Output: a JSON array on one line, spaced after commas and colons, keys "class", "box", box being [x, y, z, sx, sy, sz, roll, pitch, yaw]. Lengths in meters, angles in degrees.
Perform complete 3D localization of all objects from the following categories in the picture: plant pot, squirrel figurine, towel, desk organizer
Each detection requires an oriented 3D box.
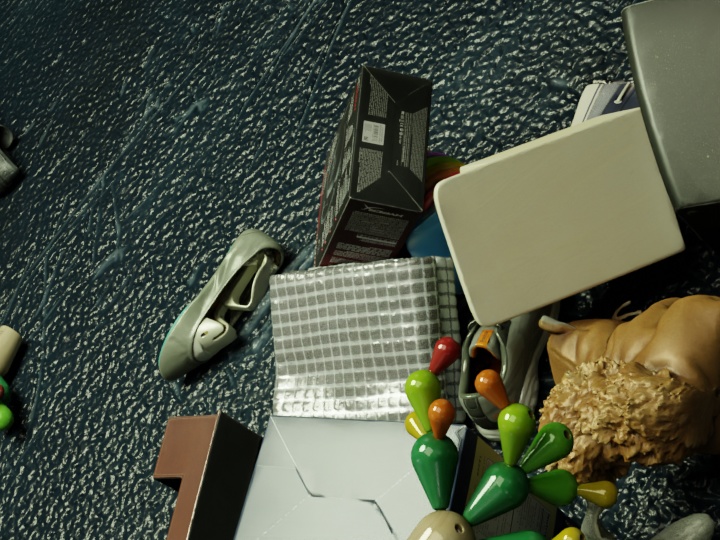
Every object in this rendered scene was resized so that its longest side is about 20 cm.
[{"class": "plant pot", "box": [0.349, -0.121, 1.010, 0.198, 0.199, 0.180, -9, 69, 31]}, {"class": "squirrel figurine", "box": [0.215, 0.088, 0.970, 0.185, 0.143, 0.199, 7, 31, 46]}, {"class": "towel", "box": [-0.002, 0.075, 1.152, 0.198, 0.085, 0.168, -8, 88, 32]}, {"class": "desk organizer", "box": [-0.173, 0.252, 1.221, 0.076, 0.072, 0.202, -8, 57, 35]}]

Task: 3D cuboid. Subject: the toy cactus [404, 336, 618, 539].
[{"class": "toy cactus", "box": [0.082, 0.163, 0.842, 0.165, 0.102, 0.200, -42, 90, -8]}]

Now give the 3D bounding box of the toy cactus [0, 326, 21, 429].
[{"class": "toy cactus", "box": [-0.496, 0.141, 1.515, 0.199, 0.102, 0.166, 0, 52, 46]}]

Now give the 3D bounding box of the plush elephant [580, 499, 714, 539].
[{"class": "plush elephant", "box": [0.215, 0.246, 0.880, 0.198, 0.155, 0.166, -11, 56, 30]}]

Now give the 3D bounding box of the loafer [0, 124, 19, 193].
[{"class": "loafer", "box": [-0.555, -0.195, 1.796, 0.070, 0.068, 0.201, -32, 52, 4]}]

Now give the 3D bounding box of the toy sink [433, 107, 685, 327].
[{"class": "toy sink", "box": [0.160, -0.047, 1.053, 0.198, 0.132, 0.112, -21, 7, -9]}]

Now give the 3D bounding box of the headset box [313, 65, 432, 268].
[{"class": "headset box", "box": [0.007, -0.083, 1.201, 0.076, 0.200, 0.150, 10, 62, -8]}]

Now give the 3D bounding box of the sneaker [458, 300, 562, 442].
[{"class": "sneaker", "box": [0.136, 0.054, 1.117, 0.073, 0.079, 0.202, -7, 58, 34]}]

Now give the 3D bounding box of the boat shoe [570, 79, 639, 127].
[{"class": "boat shoe", "box": [0.242, -0.101, 1.142, 0.092, 0.075, 0.202, 0, 62, 42]}]

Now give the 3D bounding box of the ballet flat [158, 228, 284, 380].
[{"class": "ballet flat", "box": [-0.155, 0.044, 1.347, 0.063, 0.067, 0.201, 26, 79, 36]}]

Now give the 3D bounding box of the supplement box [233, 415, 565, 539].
[{"class": "supplement box", "box": [0.035, 0.224, 0.995, 0.198, 0.200, 0.136, -2, 60, 35]}]

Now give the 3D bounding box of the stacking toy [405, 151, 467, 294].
[{"class": "stacking toy", "box": [0.082, -0.082, 1.244, 0.116, 0.110, 0.200, -43, 35, 9]}]
